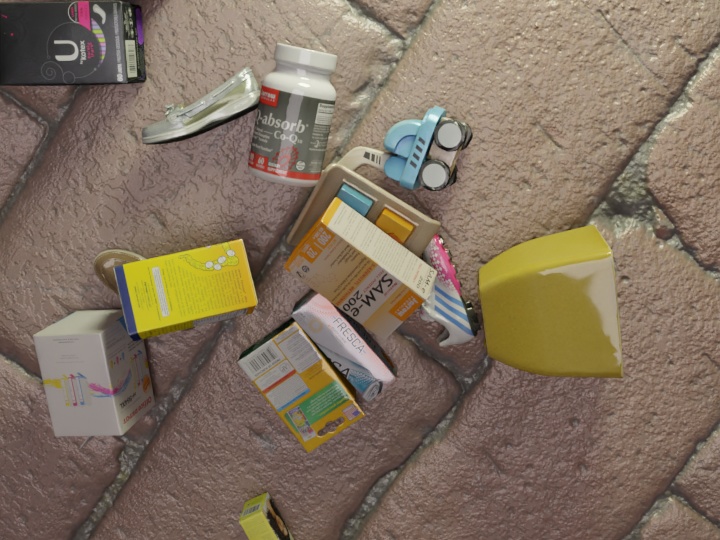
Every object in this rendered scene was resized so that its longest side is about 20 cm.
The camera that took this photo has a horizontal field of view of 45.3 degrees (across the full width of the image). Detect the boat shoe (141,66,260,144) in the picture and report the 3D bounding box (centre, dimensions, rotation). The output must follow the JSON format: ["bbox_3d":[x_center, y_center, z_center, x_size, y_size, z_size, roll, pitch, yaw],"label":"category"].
[{"bbox_3d":[-0.251,-0.250,1.345,0.201,0.074,0.065,-22,96,3],"label":"boat shoe"}]

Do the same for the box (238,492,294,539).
[{"bbox_3d":[-0.143,0.498,1.520,0.050,0.075,0.201,-24,103,8],"label":"box"}]

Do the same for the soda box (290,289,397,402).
[{"bbox_3d":[-0.026,0.117,1.428,0.068,0.064,0.200,-39,99,10],"label":"soda box"}]

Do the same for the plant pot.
[{"bbox_3d":[0.285,0.052,1.341,0.199,0.194,0.196,-6,104,9],"label":"plant pot"}]

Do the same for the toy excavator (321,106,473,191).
[{"bbox_3d":[0.052,-0.177,1.349,0.199,0.100,0.195,24,105,11],"label":"toy excavator"}]

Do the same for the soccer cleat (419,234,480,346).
[{"bbox_3d":[0.125,0.033,1.398,0.086,0.070,0.201,-22,102,7],"label":"soccer cleat"}]

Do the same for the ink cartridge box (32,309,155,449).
[{"bbox_3d":[-0.429,0.178,1.415,0.125,0.129,0.201,-4,105,15],"label":"ink cartridge box"}]

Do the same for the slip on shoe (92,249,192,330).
[{"bbox_3d":[-0.354,0.036,1.421,0.200,0.061,0.076,38,102,-7],"label":"slip on shoe"}]

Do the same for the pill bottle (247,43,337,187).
[{"bbox_3d":[-0.101,-0.237,1.317,0.115,0.116,0.201,11,104,-1],"label":"pill bottle"}]

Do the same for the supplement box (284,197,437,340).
[{"bbox_3d":[0.000,0.000,1.335,0.200,0.074,0.126,36,131,-7],"label":"supplement box"}]

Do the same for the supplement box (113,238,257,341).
[{"bbox_3d":[-0.272,0.032,1.352,0.199,0.109,0.110,-13,83,-13],"label":"supplement box"}]

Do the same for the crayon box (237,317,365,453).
[{"bbox_3d":[-0.097,0.190,1.454,0.126,0.052,0.200,-34,99,10],"label":"crayon box"}]

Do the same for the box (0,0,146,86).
[{"bbox_3d":[-0.439,-0.343,1.309,0.199,0.106,0.123,-1,103,3],"label":"box"}]

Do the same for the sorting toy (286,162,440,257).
[{"bbox_3d":[0.000,-0.055,1.361,0.199,0.037,0.185,28,130,-6],"label":"sorting toy"}]
